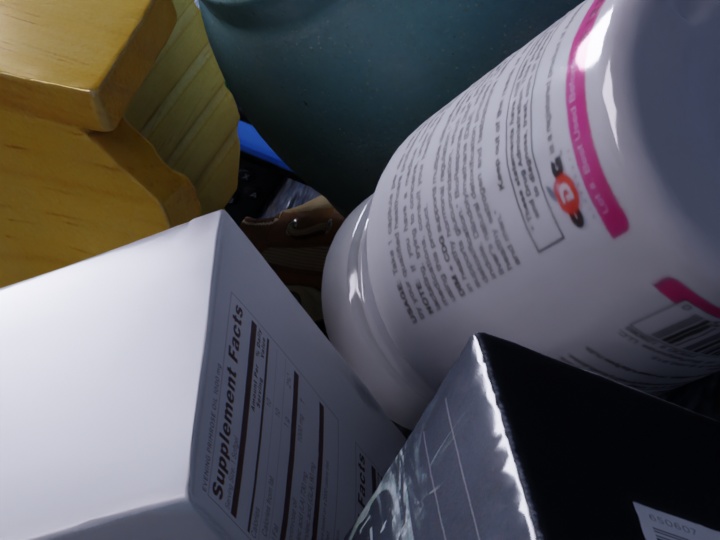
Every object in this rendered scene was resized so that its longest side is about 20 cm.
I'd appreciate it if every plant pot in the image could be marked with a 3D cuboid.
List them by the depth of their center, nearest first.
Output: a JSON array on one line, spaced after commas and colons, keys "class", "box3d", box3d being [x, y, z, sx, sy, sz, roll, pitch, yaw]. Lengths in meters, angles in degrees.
[{"class": "plant pot", "box3d": [0.015, -0.123, 0.754, 0.200, 0.134, 0.200, -22, 54, 33]}]

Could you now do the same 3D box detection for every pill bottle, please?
[{"class": "pill bottle", "box3d": [0.071, -0.014, 0.621, 0.200, 0.113, 0.113, -33, 39, 58]}]

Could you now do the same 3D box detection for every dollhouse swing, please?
[{"class": "dollhouse swing", "box3d": [-0.063, -0.045, 0.762, 0.182, 0.200, 0.176, 15, 47, 38]}]

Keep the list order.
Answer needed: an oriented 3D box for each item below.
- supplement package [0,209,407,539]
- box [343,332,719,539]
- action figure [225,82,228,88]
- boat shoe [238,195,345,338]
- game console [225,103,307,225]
[{"class": "supplement package", "box3d": [-0.045, 0.096, 0.638, 0.114, 0.200, 0.110, -19, 43, 21]}, {"class": "box", "box3d": [0.047, 0.159, 0.489, 0.197, 0.124, 0.200, -61, 20, 24]}, {"class": "action figure", "box3d": [-0.093, -0.110, 1.259, 0.118, 0.055, 0.200, -37, 39, 51]}, {"class": "boat shoe", "box3d": [0.000, 0.000, 0.871, 0.074, 0.076, 0.200, -62, 27, -1]}, {"class": "game console", "box3d": [-0.131, -0.056, 1.072, 0.171, 0.200, 0.118, -53, 24, 36]}]
